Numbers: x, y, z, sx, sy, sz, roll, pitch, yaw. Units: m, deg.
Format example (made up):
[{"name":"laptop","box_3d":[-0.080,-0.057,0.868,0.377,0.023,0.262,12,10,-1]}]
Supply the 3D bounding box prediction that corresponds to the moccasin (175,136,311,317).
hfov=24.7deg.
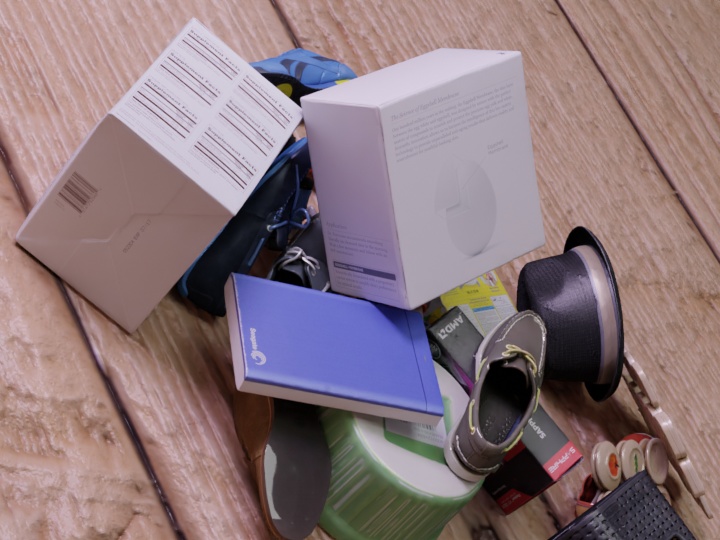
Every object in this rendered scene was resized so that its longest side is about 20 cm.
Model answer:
[{"name":"moccasin","box_3d":[-0.101,-0.041,1.633,0.068,0.080,0.201,40,82,-7]}]

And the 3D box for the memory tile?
[{"name":"memory tile","box_3d":[0.291,0.278,1.723,0.153,0.017,0.203,6,76,-53]}]

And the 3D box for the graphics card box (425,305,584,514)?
[{"name":"graphics card box","box_3d":[0.125,0.144,1.676,0.051,0.126,0.201,-35,83,-29]}]

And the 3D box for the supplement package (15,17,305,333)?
[{"name":"supplement package","box_3d":[-0.185,-0.091,1.548,0.147,0.191,0.201,39,36,-8]}]

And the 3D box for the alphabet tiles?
[{"name":"alphabet tiles","box_3d":[0.336,0.180,1.845,0.197,0.014,0.200,63,3,-14]}]

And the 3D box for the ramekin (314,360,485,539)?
[{"name":"ramekin","box_3d":[0.029,0.167,1.587,0.199,0.098,0.201,25,41,-24]}]

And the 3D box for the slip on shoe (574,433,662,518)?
[{"name":"slip on shoe","box_3d":[0.281,0.229,1.787,0.200,0.073,0.062,-43,132,-51]}]

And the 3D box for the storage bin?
[{"name":"storage bin","box_3d":[0.208,0.291,1.557,0.094,0.200,0.135,52,37,11]}]

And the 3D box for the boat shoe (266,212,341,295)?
[{"name":"boat shoe","box_3d":[-0.057,0.012,1.633,0.072,0.062,0.201,23,57,7]}]

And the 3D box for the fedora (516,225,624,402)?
[{"name":"fedora","box_3d":[0.230,0.053,1.870,0.090,0.202,0.202,-6,54,-11]}]

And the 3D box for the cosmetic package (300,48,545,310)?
[{"name":"cosmetic package","box_3d":[0.063,-0.096,1.612,0.198,0.122,0.202,-23,114,-37]}]

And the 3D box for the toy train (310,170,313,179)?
[{"name":"toy train","box_3d":[0.029,-0.111,1.841,0.150,0.198,0.056,-16,107,-71]}]

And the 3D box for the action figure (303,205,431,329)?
[{"name":"action figure","box_3d":[0.000,0.000,1.721,0.199,0.105,0.194,3,44,-43]}]

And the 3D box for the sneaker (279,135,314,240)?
[{"name":"sneaker","box_3d":[-0.098,-0.126,1.741,0.078,0.090,0.201,4,41,-42]}]

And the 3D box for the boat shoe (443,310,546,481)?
[{"name":"boat shoe","box_3d":[0.142,0.111,1.584,0.072,0.060,0.203,33,51,-6]}]

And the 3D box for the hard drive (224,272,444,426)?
[{"name":"hard drive","box_3d":[-0.025,0.073,1.529,0.198,0.025,0.133,12,40,-23]}]

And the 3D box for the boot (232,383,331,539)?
[{"name":"boot","box_3d":[-0.077,0.163,1.516,0.073,0.075,0.202,21,49,-35]}]

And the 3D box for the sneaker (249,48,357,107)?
[{"name":"sneaker","box_3d":[-0.085,-0.217,1.880,0.199,0.066,0.079,-3,46,-46]}]

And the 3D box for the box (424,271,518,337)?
[{"name":"box","box_3d":[0.095,0.002,1.853,0.117,0.048,0.201,-6,62,-46]}]
